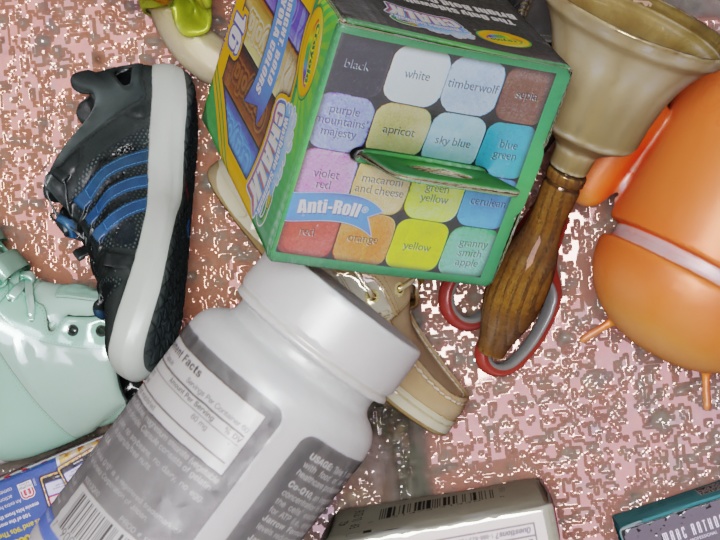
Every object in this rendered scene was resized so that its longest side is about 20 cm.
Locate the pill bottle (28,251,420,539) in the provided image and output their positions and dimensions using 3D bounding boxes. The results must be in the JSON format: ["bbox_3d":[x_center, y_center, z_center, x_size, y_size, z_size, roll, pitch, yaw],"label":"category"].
[{"bbox_3d":[-0.066,0.092,0.852,0.114,0.114,0.200,38,91,2],"label":"pill bottle"}]

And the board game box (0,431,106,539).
[{"bbox_3d":[-0.124,0.191,0.955,0.151,0.046,0.201,-22,90,3],"label":"board game box"}]

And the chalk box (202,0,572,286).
[{"bbox_3d":[0.013,-0.075,0.820,0.124,0.200,0.124,8,118,-22],"label":"chalk box"}]

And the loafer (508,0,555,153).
[{"bbox_3d":[0.106,-0.120,0.918,0.073,0.072,0.201,27,90,-19],"label":"loafer"}]

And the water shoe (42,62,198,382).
[{"bbox_3d":[-0.133,-0.026,0.911,0.078,0.072,0.201,1,53,2],"label":"water shoe"}]

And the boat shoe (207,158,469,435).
[{"bbox_3d":[0.000,0.000,0.934,0.069,0.074,0.200,-41,88,8],"label":"boat shoe"}]

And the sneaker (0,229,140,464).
[{"bbox_3d":[-0.185,0.001,0.941,0.118,0.074,0.202,-15,99,9],"label":"sneaker"}]

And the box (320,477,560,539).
[{"bbox_3d":[0.058,0.226,0.915,0.127,0.109,0.201,-10,90,3],"label":"box"}]

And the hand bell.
[{"bbox_3d":[0.103,-0.043,0.867,0.104,0.104,0.201,23,114,3],"label":"hand bell"}]

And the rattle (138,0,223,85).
[{"bbox_3d":[-0.031,-0.149,0.905,0.199,0.143,0.131,33,77,8],"label":"rattle"}]

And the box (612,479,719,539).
[{"bbox_3d":[0.210,0.222,0.937,0.082,0.049,0.201,-18,90,2],"label":"box"}]

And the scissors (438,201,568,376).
[{"bbox_3d":[0.114,-0.034,0.957,0.073,0.014,0.200,40,78,-23],"label":"scissors"}]

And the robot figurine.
[{"bbox_3d":[0.197,-0.032,0.904,0.143,0.116,0.201,27,92,-37],"label":"robot figurine"}]
